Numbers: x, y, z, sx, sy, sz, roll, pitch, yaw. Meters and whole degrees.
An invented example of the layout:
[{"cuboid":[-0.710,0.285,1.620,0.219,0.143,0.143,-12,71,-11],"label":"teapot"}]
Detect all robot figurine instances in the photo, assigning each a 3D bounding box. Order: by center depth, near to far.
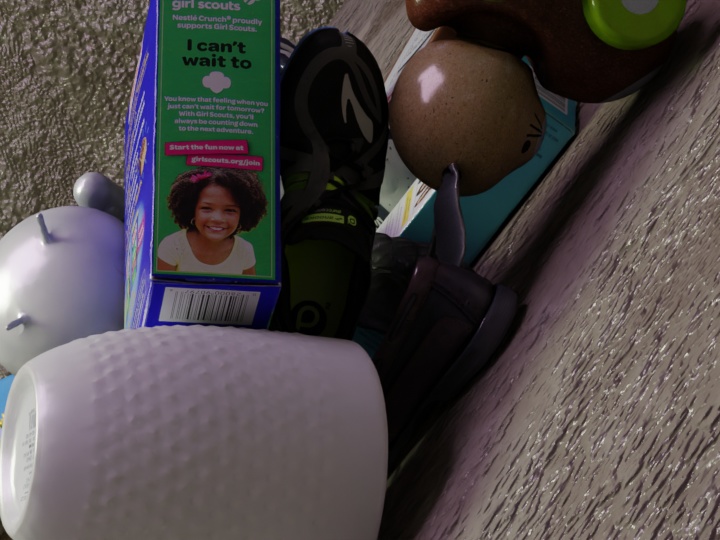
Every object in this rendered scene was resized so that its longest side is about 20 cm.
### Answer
[{"cuboid":[-0.160,0.029,1.633,0.200,0.113,0.170,39,-130,-62],"label":"robot figurine"}]

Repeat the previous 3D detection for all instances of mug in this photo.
[{"cuboid":[-0.102,0.099,1.409,0.200,0.175,0.148,-173,90,-70],"label":"mug"}]

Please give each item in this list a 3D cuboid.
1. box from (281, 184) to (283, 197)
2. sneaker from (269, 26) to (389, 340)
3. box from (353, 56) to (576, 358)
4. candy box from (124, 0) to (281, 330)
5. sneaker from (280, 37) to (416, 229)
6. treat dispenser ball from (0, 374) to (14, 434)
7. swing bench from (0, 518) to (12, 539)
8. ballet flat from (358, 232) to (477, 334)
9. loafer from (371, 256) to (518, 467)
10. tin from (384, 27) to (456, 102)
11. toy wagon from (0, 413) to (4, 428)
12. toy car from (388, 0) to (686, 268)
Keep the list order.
[{"cuboid":[-0.070,0.002,1.891,0.106,0.152,0.200,-58,8,-18],"label":"box"},{"cuboid":[-0.015,-0.036,1.491,0.083,0.071,0.200,179,98,-73],"label":"sneaker"},{"cuboid":[0.057,-0.037,1.681,0.200,0.049,0.082,-52,9,20],"label":"box"},{"cuboid":[-0.090,-0.041,1.495,0.169,0.077,0.200,110,160,-60],"label":"candy box"},{"cuboid":[-0.027,-0.083,1.737,0.080,0.199,0.130,-50,-16,20],"label":"sneaker"},{"cuboid":[-0.201,0.164,1.828,0.201,0.201,0.201,-54,8,11],"label":"treat dispenser ball"},{"cuboid":[-0.187,0.226,1.504,0.199,0.200,0.130,-52,9,19],"label":"swing bench"},{"cuboid":[0.000,0.000,1.639,0.200,0.057,0.067,26,121,54],"label":"ballet flat"},{"cuboid":[0.012,0.062,1.498,0.200,0.063,0.072,-49,13,38],"label":"loafer"},{"cuboid":[0.062,-0.163,1.856,0.112,0.042,0.200,-53,7,51],"label":"tin"},{"cuboid":[-0.239,0.175,1.639,0.040,0.155,0.200,-4,50,40],"label":"toy wagon"},{"cuboid":[0.081,-0.091,1.505,0.164,0.158,0.200,175,114,-85],"label":"toy car"}]
